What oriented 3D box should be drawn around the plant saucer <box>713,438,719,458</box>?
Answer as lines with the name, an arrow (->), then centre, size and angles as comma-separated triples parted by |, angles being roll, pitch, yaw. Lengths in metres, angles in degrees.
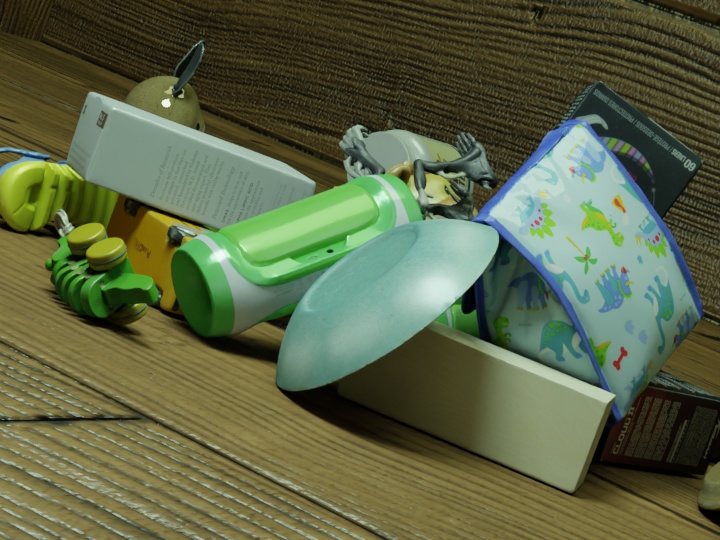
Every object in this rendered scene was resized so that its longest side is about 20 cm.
plant saucer -> 0.301, 0.144, 1.991 | 0.198, 0.035, 0.200 | 20, 7, -3

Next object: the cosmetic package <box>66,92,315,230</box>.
cosmetic package -> -0.148, -0.084, 1.724 | 0.198, 0.075, 0.102 | 18, 6, -21

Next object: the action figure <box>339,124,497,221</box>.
action figure -> 0.018, -0.057, 1.737 | 0.199, 0.120, 0.102 | -16, 40, -33

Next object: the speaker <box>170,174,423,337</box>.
speaker -> -0.049, -0.013, 1.588 | 0.199, 0.089, 0.088 | -21, 28, -27

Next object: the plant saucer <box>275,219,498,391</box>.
plant saucer -> 0.010, 0.013, 1.475 | 0.039, 0.200, 0.201 | 54, -3, -15

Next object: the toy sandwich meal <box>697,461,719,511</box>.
toy sandwich meal -> 0.375, 0.171, 1.620 | 0.203, 0.071, 0.205 | -24, 1, 1

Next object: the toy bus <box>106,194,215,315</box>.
toy bus -> -0.163, -0.013, 1.689 | 0.078, 0.066, 0.200 | 19, 6, -30

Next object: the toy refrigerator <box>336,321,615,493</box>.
toy refrigerator -> 0.090, 0.096, 1.533 | 0.198, 0.077, 0.070 | 21, 6, 12

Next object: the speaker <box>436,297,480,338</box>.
speaker -> 0.060, 0.048, 1.721 | 0.088, 0.089, 0.200 | 22, 7, 17

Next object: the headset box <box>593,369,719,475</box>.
headset box -> 0.212, 0.114, 1.762 | 0.148, 0.078, 0.199 | 25, 9, 39

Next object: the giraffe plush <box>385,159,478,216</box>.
giraffe plush -> 0.063, -0.024, 2.041 | 0.198, 0.164, 0.173 | 21, 7, 0

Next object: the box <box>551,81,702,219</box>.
box -> 0.195, -0.053, 1.763 | 0.122, 0.201, 0.106 | 36, 5, 0

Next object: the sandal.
sandal -> -0.278, -0.075, 1.802 | 0.086, 0.080, 0.199 | 20, 4, 32

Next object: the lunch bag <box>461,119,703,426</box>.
lunch bag -> 0.169, 0.002, 1.607 | 0.127, 0.201, 0.170 | -6, 28, 39

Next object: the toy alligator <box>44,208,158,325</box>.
toy alligator -> -0.212, 0.000, 1.498 | 0.054, 0.060, 0.200 | -27, 28, -20

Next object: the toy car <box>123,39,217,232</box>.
toy car -> -0.188, -0.138, 2.032 | 0.156, 0.202, 0.164 | 19, 7, -10

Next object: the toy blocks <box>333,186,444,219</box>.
toy blocks -> 0.000, 0.000, 1.864 | 0.198, 0.137, 0.101 | 0, 61, -31

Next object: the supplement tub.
supplement tub -> 0.082, -0.152, 3.259 | 0.144, 0.146, 0.199 | 24, 8, 33
